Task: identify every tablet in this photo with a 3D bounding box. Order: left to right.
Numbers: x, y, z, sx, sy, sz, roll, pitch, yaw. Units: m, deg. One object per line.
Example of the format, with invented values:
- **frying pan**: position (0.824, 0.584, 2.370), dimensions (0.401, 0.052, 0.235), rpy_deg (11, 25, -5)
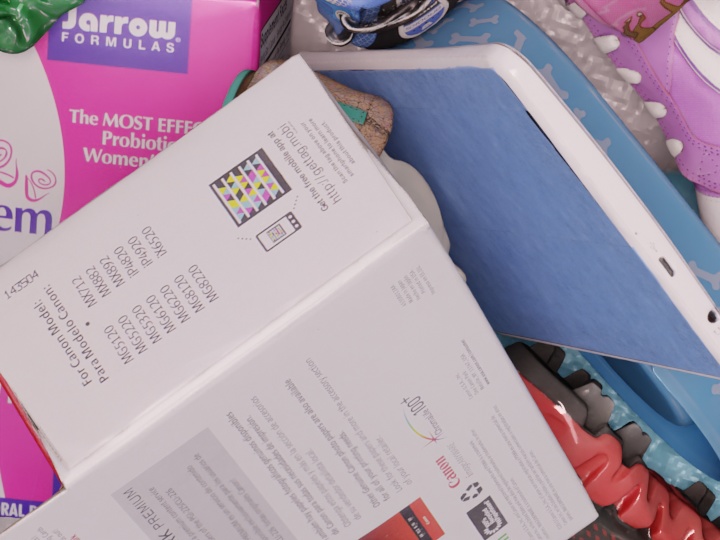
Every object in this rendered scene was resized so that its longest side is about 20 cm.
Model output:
- **tablet**: position (0.048, -0.022, 0.971), dimensions (0.014, 0.200, 0.130), rpy_deg (-41, 105, -12)

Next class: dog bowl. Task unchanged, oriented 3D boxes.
- **dog bowl**: position (0.082, -0.015, 1.053), dimensions (0.050, 0.111, 0.200), rpy_deg (-40, 101, -6)

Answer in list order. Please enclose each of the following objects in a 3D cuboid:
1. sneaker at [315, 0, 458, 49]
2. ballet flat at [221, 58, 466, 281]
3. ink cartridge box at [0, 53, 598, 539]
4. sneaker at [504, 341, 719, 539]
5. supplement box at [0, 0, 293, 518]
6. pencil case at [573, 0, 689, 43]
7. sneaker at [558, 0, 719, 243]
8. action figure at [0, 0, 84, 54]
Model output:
- **sneaker**: position (0.011, -0.116, 0.975), dimensions (0.078, 0.200, 0.090), rpy_deg (-23, 107, 9)
- **ballet flat**: position (0.000, 0.000, 1.029), dimensions (0.067, 0.200, 0.068), rpy_deg (9, 65, 15)
- **ink cartridge box**: position (-0.039, 0.058, 0.939), dimensions (0.175, 0.084, 0.200), rpy_deg (-35, 144, -2)
- **sneaker**: position (0.096, 0.116, 1.092), dimensions (0.098, 0.071, 0.200), rpy_deg (-47, 117, 2)
- **supplement box**: position (-0.084, -0.016, 1.063), dimensions (0.100, 0.103, 0.202), rpy_deg (6, 106, 4)
- **pencil case**: position (0.131, -0.161, 0.955), dimensions (0.200, 0.087, 0.083), rpy_deg (-40, 146, 16)
- **sneaker**: position (0.094, -0.093, 1.050), dimensions (0.113, 0.073, 0.202), rpy_deg (-7, 97, 10)
- **action figure**: position (-0.074, -0.161, 0.961), dimensions (0.118, 0.055, 0.201), rpy_deg (30, 98, 6)
